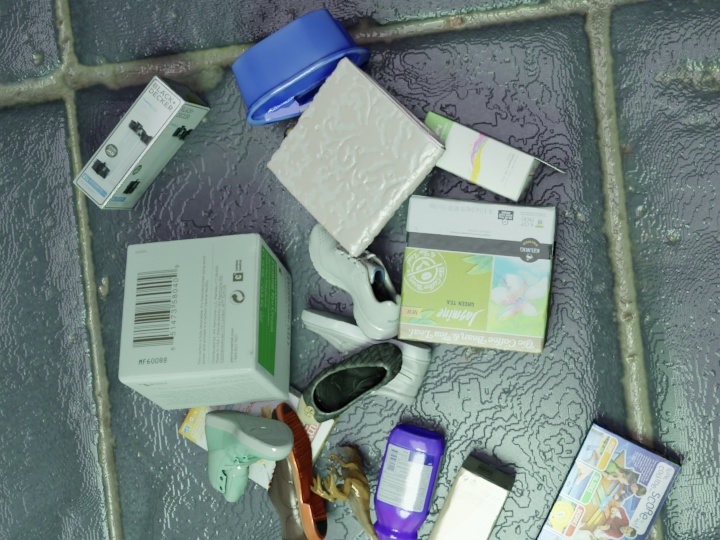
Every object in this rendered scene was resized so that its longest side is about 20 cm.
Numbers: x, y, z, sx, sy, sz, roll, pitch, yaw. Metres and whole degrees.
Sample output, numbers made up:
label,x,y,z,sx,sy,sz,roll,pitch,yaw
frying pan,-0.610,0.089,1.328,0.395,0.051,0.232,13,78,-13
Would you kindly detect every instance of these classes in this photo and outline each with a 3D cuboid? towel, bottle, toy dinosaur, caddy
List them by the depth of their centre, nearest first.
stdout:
label,x,y,z,sx,sy,sz,roll,pitch,yaw
towel,-0.009,-0.153,1.579,0.191,0.032,0.200,45,113,13
toy dinosaur,-0.007,0.313,1.621,0.061,0.105,0.201,-53,37,35
caddy,-0.082,-0.274,1.630,0.199,0.141,0.106,-30,83,12
bottle,0.062,0.325,1.661,0.083,0.065,0.202,14,95,16

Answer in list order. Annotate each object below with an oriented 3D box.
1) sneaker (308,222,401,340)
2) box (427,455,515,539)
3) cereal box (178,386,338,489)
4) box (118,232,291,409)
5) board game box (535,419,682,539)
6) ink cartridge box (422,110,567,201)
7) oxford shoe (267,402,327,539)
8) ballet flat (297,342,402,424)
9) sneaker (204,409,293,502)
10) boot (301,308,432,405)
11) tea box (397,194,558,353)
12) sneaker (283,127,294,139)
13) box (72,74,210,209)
label,x,y,z,sx,sy,sz,roll,pitch,yaw
sneaker,0.000,0.000,1.632,0.074,0.087,0.200,-26,65,-32
box,0.140,0.372,1.634,0.077,0.095,0.202,25,96,11
cereal box,-0.150,0.227,1.714,0.199,0.040,0.145,30,98,9
box,-0.211,0.075,1.626,0.198,0.171,0.201,-5,69,11
board game box,0.342,0.328,1.619,0.134,0.034,0.201,26,97,9
ink cartridge box,0.179,-0.147,1.592,0.199,0.117,0.068,25,99,10
oxford shoe,-0.106,0.291,1.655,0.072,0.071,0.202,-13,87,20
ballet flat,-0.022,0.159,1.621,0.200,0.057,0.067,-37,90,31
sneaker,-0.152,0.268,1.622,0.200,0.073,0.120,7,99,56
boot,-0.003,0.126,1.664,0.198,0.074,0.096,19,96,13
tea box,0.164,0.003,1.593,0.198,0.134,0.199,4,94,11
sneaker,-0.025,-0.148,1.665,0.200,0.078,0.090,39,73,13
box,-0.316,-0.184,1.694,0.060,0.117,0.200,41,98,7
